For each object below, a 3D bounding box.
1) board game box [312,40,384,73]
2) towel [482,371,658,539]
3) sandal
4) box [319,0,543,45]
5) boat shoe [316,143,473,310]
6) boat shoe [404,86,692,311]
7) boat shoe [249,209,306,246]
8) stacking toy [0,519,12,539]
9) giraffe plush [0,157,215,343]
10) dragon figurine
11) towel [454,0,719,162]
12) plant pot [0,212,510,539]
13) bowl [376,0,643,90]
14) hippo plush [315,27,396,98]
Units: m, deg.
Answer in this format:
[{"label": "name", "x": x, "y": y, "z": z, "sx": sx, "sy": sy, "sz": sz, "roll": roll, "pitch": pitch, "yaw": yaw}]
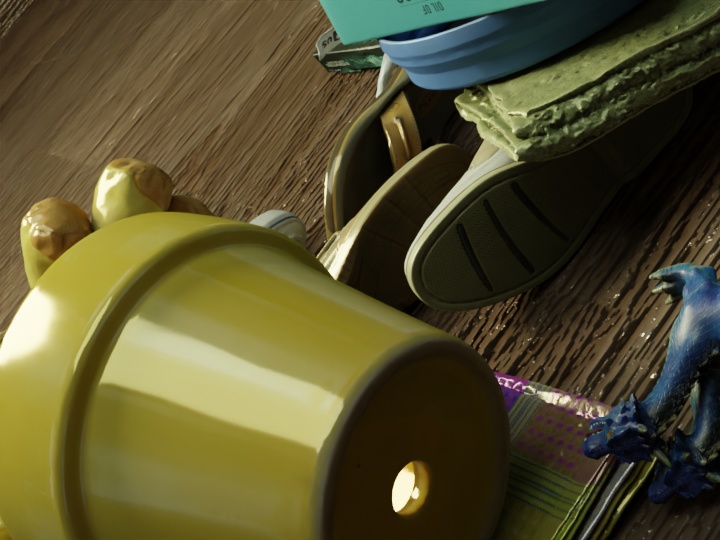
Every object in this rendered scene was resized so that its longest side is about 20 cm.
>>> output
[{"label": "board game box", "x": 0.053, "y": -0.261, "z": 1.137, "sx": 0.200, "sy": 0.028, "sz": 0.135, "roll": -54, "pitch": 28, "yaw": -15}, {"label": "towel", "x": 0.048, "y": 0.116, "z": 0.635, "sx": 0.144, "sy": 0.023, "sz": 0.200, "roll": -54, "pitch": 27, "yaw": -12}, {"label": "sandal", "x": 0.034, "y": -0.086, "z": 0.893, "sx": 0.054, "sy": 0.081, "sz": 0.200, "roll": 11, "pitch": 55, "yaw": 35}, {"label": "box", "x": 0.062, "y": -0.175, "z": 0.684, "sx": 0.082, "sy": 0.049, "sz": 0.199, "roll": -44, "pitch": 25, "yaw": -28}, {"label": "boat shoe", "x": 0.000, "y": 0.000, "z": 0.810, "sx": 0.200, "sy": 0.071, "sz": 0.064, "roll": -52, "pitch": 28, "yaw": -7}, {"label": "boat shoe", "x": 0.101, "y": -0.052, "z": 0.740, "sx": 0.200, "sy": 0.075, "sz": 0.068, "roll": -39, "pitch": 24, "yaw": -8}, {"label": "boat shoe", "x": -0.075, "y": 0.043, "z": 0.883, "sx": 0.069, "sy": 0.071, "sz": 0.201, "roll": 12, "pitch": 54, "yaw": 28}, {"label": "stacking toy", "x": -0.257, "y": 0.154, "z": 0.833, "sx": 0.116, "sy": 0.200, "sz": 0.110, "roll": -41, "pitch": 27, "yaw": 13}, {"label": "giraffe plush", "x": -0.173, "y": 0.043, "z": 0.933, "sx": 0.200, "sy": 0.173, "sz": 0.162, "roll": -43, "pitch": 41, "yaw": 4}, {"label": "dragon figurine", "x": 0.180, "y": 0.019, "z": 0.532, "sx": 0.200, "sy": 0.059, "sz": 0.100, "roll": -37, "pitch": 28, "yaw": 21}, {"label": "towel", "x": 0.149, "y": -0.125, "z": 0.683, "sx": 0.199, "sy": 0.037, "sz": 0.149, "roll": -31, "pitch": 23, "yaw": 4}, {"label": "plant pot", "x": -0.041, "y": 0.081, "z": 0.599, "sx": 0.188, "sy": 0.201, "sz": 0.201, "roll": 11, "pitch": 60, "yaw": 42}, {"label": "bowl", "x": 0.103, "y": -0.171, "z": 0.741, "sx": 0.200, "sy": 0.039, "sz": 0.201, "roll": -27, "pitch": 23, "yaw": 12}, {"label": "hippo plush", "x": 0.059, "y": -0.246, "z": 0.963, "sx": 0.160, "sy": 0.159, "sz": 0.201, "roll": 0, "pitch": 52, "yaw": 57}]
